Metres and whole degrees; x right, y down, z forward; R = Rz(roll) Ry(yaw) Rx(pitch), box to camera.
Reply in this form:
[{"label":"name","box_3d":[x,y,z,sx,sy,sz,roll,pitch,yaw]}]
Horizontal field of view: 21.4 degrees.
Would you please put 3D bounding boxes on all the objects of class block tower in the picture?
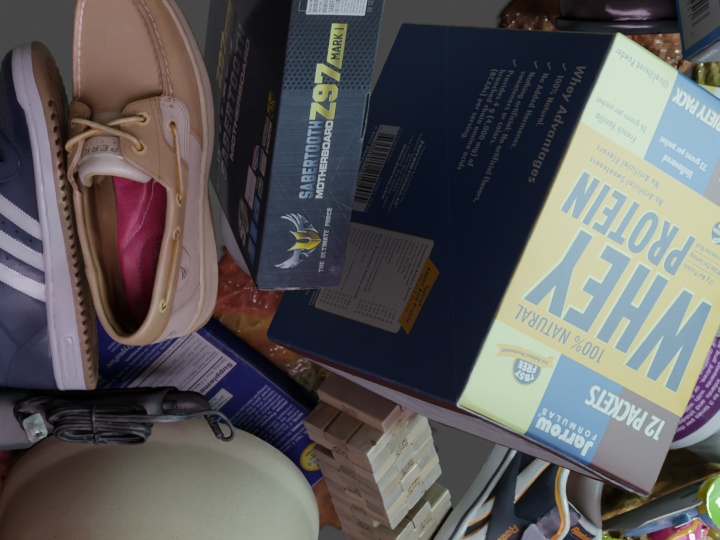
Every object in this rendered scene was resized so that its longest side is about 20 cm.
[{"label":"block tower","box_3d":[0.018,0.139,1.196,0.054,0.058,0.201,-46,142,-25]}]

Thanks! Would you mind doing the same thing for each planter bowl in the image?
[{"label":"planter bowl","box_3d":[-0.122,0.201,1.135,0.198,0.135,0.201,-1,135,-1]}]

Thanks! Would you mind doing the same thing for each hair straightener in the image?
[{"label":"hair straightener","box_3d":[-0.170,0.090,1.071,0.198,0.077,0.041,3,103,-2]}]

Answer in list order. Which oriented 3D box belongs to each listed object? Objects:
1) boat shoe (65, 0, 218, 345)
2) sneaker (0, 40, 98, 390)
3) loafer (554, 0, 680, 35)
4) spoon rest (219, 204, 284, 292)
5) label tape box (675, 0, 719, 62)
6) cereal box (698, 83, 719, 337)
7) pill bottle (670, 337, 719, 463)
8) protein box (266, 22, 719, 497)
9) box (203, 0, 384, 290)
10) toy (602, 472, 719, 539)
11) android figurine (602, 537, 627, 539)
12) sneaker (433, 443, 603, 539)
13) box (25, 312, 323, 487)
[{"label":"boat shoe","box_3d":[-0.119,-0.057,1.000,0.073,0.069,0.202,-5,100,25]},{"label":"sneaker","box_3d":[-0.206,-0.023,1.036,0.108,0.070,0.201,-4,114,0]},{"label":"loafer","box_3d":[0.199,-0.172,1.084,0.199,0.072,0.064,-8,105,-20]},{"label":"spoon rest","box_3d":[0.000,0.000,1.137,0.099,0.061,0.200,-42,112,9]},{"label":"label tape box","box_3d":[0.267,-0.193,1.038,0.198,0.063,0.145,-4,80,-16]},{"label":"cereal box","box_3d":[0.253,-0.029,1.140,0.199,0.145,0.039,5,165,-28]},{"label":"pill bottle","box_3d":[0.173,0.043,1.179,0.199,0.112,0.112,32,108,-32]},{"label":"protein box","box_3d":[0.084,-0.013,1.018,0.134,0.200,0.200,27,84,-31]},{"label":"box","box_3d":[-0.039,-0.115,0.976,0.051,0.158,0.201,-1,123,-17]},{"label":"toy","box_3d":[0.218,0.161,1.232,0.114,0.048,0.200,-21,170,-7]},{"label":"android figurine","box_3d":[0.142,0.266,1.359,0.199,0.041,0.183,9,119,-24]},{"label":"sneaker","box_3d":[0.099,0.176,1.215,0.201,0.079,0.078,-60,148,-5]},{"label":"box","box_3d":[-0.110,0.089,1.164,0.121,0.032,0.200,-42,124,11]}]
